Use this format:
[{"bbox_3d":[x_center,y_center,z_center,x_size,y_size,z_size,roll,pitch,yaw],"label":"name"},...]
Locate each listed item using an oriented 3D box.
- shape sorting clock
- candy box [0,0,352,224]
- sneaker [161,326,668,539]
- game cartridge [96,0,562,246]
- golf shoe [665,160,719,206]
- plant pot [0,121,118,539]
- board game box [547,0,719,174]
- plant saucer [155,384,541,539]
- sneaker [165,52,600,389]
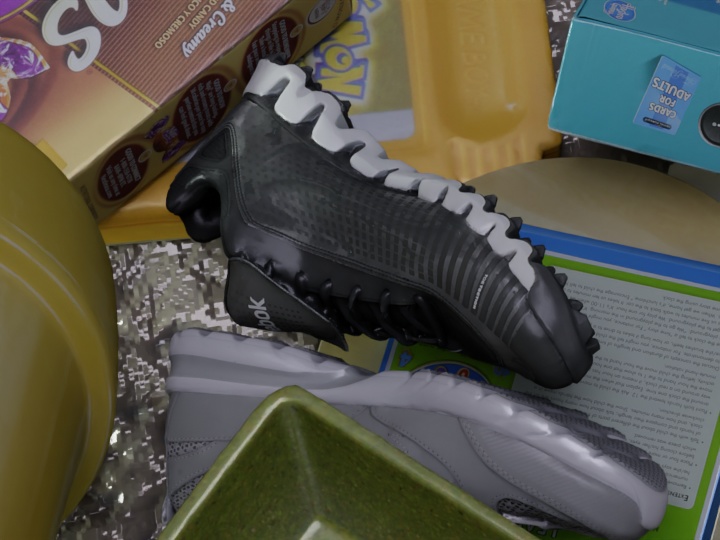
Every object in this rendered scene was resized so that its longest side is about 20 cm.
[{"bbox_3d":[0.074,0.056,0.856,0.200,0.039,0.200,-6,72,18],"label":"shape sorting clock"},{"bbox_3d":[-0.114,-0.088,0.897,0.200,0.056,0.117,-41,73,-11],"label":"candy box"},{"bbox_3d":[0.016,0.076,0.818,0.200,0.075,0.082,9,86,32],"label":"sneaker"},{"bbox_3d":[-0.024,-0.103,0.942,0.200,0.032,0.176,-7,69,2],"label":"game cartridge"},{"bbox_3d":[0.175,0.029,0.861,0.088,0.077,0.200,-42,71,-3],"label":"golf shoe"},{"bbox_3d":[-0.180,0.067,0.763,0.201,0.201,0.189,-8,39,0],"label":"plant pot"},{"bbox_3d":[0.183,-0.073,0.865,0.200,0.047,0.151,16,27,9],"label":"board game box"},{"bbox_3d":[-0.003,0.168,0.730,0.200,0.048,0.200,31,74,23],"label":"plant saucer"},{"bbox_3d":[0.000,0.000,0.834,0.090,0.066,0.200,-43,51,-10],"label":"sneaker"}]
